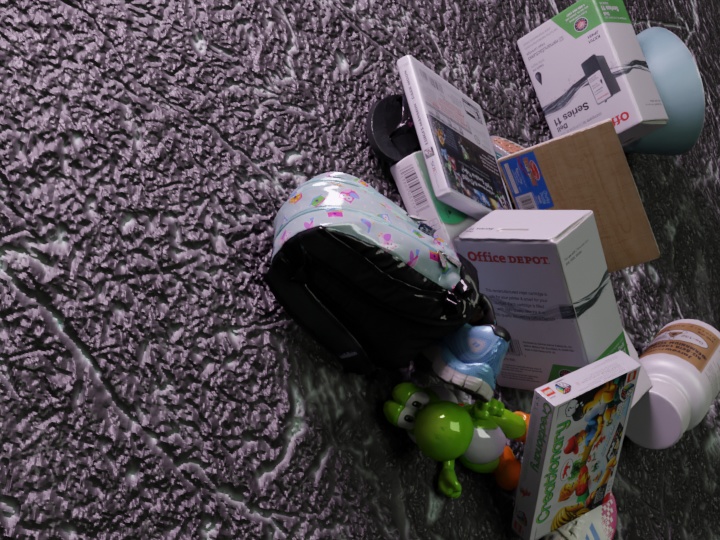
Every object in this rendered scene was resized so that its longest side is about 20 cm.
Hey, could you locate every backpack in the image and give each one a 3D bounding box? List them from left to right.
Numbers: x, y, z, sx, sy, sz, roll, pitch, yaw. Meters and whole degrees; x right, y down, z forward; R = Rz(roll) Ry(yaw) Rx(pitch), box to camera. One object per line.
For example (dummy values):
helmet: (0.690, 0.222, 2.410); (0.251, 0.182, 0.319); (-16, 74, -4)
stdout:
backpack: (0.000, 0.000, 1.031); (0.200, 0.167, 0.127); (34, 32, -24)

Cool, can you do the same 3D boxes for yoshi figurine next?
yoshi figurine: (0.115, 0.177, 1.086); (0.200, 0.112, 0.113); (24, 61, -33)

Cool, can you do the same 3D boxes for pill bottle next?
pill bottle: (0.426, 0.156, 1.414); (0.200, 0.114, 0.115); (-35, 97, -49)

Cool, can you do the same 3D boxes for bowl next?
bowl: (0.422, -0.260, 1.582); (0.105, 0.201, 0.201); (-18, 83, -15)

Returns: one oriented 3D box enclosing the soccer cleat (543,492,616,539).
soccer cleat: (0.245, 0.305, 1.178); (0.086, 0.070, 0.200); (45, 45, -34)

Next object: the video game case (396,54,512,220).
video game case: (0.119, -0.148, 1.250); (0.200, 0.023, 0.182); (19, 52, -58)

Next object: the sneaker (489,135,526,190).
sneaker: (0.233, -0.095, 1.374); (0.200, 0.080, 0.071); (38, 26, 1)

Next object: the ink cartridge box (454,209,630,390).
ink cartridge box: (0.207, 0.035, 1.173); (0.083, 0.146, 0.201); (-36, 117, -37)

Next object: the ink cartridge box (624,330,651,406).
ink cartridge box: (0.275, 0.092, 1.310); (0.116, 0.068, 0.200); (-33, 96, -38)

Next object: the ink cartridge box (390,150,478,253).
ink cartridge box: (0.137, -0.078, 1.279); (0.200, 0.050, 0.161); (-20, 86, -47)

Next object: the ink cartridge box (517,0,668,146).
ink cartridge box: (0.334, -0.274, 1.494); (0.083, 0.146, 0.201); (-11, 78, -46)

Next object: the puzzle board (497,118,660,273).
puzzle board: (0.280, -0.081, 1.325); (0.200, 0.150, 0.017); (64, 21, -21)

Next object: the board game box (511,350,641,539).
board game box: (0.230, 0.192, 1.116); (0.126, 0.035, 0.201); (-19, 129, -29)

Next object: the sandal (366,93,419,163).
sandal: (0.070, -0.192, 1.263); (0.075, 0.048, 0.200); (59, 40, -8)

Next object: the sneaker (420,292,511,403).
sneaker: (0.110, 0.063, 1.087); (0.078, 0.090, 0.200); (28, 7, -23)
